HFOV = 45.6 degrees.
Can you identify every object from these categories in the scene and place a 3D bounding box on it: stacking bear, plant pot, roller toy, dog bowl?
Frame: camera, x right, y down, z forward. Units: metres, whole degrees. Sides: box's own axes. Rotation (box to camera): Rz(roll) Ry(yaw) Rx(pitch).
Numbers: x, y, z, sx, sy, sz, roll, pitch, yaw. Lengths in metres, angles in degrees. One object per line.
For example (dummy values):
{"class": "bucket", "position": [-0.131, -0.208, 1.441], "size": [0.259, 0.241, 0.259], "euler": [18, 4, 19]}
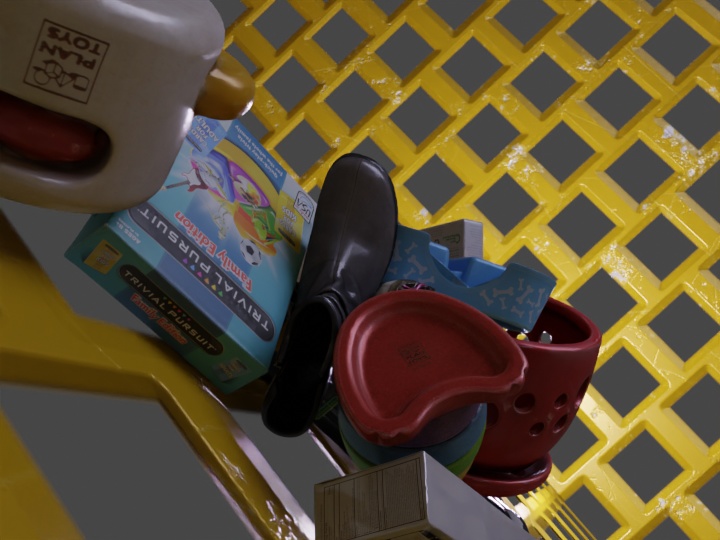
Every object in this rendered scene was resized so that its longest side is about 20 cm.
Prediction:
{"class": "stacking bear", "position": [0.039, 0.121, 0.620], "size": [0.201, 0.121, 0.114], "euler": [87, -23, -43]}
{"class": "plant pot", "position": [0.128, 0.120, 0.888], "size": [0.199, 0.184, 0.201], "euler": [13, 15, -3]}
{"class": "roller toy", "position": [-0.177, -0.133, 0.495], "size": [0.200, 0.140, 0.182], "euler": [35, 22, 13]}
{"class": "dog bowl", "position": [0.071, 0.006, 0.749], "size": [0.199, 0.050, 0.111], "euler": [19, -5, -12]}

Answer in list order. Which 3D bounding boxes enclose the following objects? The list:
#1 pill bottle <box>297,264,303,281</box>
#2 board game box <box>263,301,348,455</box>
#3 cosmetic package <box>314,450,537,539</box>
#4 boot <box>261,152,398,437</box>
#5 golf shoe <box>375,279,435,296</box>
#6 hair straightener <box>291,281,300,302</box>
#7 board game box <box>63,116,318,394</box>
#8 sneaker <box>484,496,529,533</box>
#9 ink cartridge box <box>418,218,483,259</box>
{"class": "pill bottle", "position": [-0.043, 0.021, 1.085], "size": [0.112, 0.112, 0.200], "euler": [47, 3, -2]}
{"class": "board game box", "position": [-0.048, 0.079, 0.836], "size": [0.165, 0.057, 0.200], "euler": [45, 4, -24]}
{"class": "cosmetic package", "position": [0.057, 0.191, 0.582], "size": [0.200, 0.082, 0.051], "euler": [44, 34, -43]}
{"class": "boot", "position": [-0.019, 0.014, 0.630], "size": [0.069, 0.201, 0.132], "euler": [10, 8, 6]}
{"class": "golf shoe", "position": [0.037, 0.078, 0.724], "size": [0.092, 0.073, 0.200], "euler": [5, -36, 25]}
{"class": "hair straightener", "position": [0.000, 0.000, 0.819], "size": [0.077, 0.041, 0.200], "euler": [5, 12, 29]}
{"class": "board game box", "position": [-0.111, -0.033, 0.642], "size": [0.151, 0.047, 0.201], "euler": [46, 32, -25]}
{"class": "sneaker", "position": [0.105, 0.253, 0.885], "size": [0.082, 0.072, 0.200], "euler": [16, 15, -18]}
{"class": "ink cartridge box", "position": [0.079, 0.048, 1.099], "size": [0.040, 0.201, 0.199], "euler": [10, -11, -33]}
